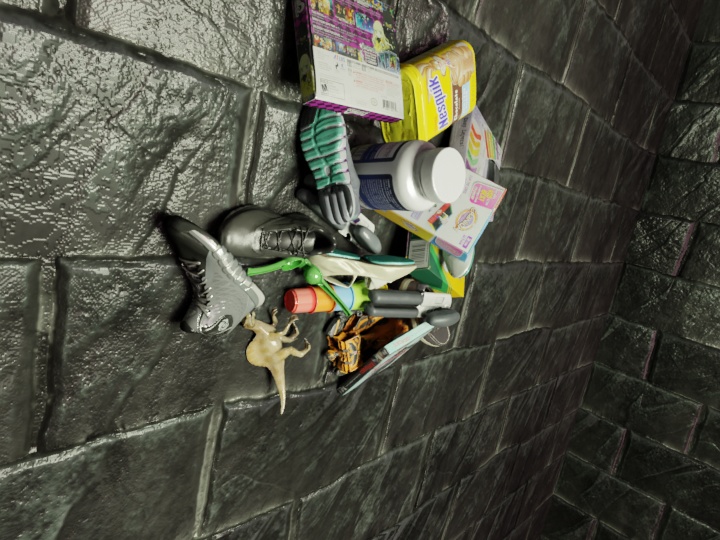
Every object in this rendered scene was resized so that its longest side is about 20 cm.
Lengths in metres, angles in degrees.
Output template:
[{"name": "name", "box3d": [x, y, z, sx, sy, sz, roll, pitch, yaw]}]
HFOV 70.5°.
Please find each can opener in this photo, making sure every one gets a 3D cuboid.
[{"name": "can opener", "box3d": [-0.027, -0.095, 0.872, 0.200, 0.066, 0.053, 36, 77, -45]}, {"name": "can opener", "box3d": [0.103, 0.070, 0.939, 0.198, 0.067, 0.054, 4, 112, -36]}]

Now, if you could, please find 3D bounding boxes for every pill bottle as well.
[{"name": "pill bottle", "box3d": [0.068, -0.153, 0.832, 0.110, 0.199, 0.113, -8, 103, -41]}]

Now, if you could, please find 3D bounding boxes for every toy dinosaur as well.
[{"name": "toy dinosaur", "box3d": [-0.140, 0.133, 0.857, 0.100, 0.058, 0.202, -28, 120, -21]}]

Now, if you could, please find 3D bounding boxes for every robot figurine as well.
[{"name": "robot figurine", "box3d": [0.012, 0.123, 1.011, 0.199, 0.058, 0.147, -32, 126, -37]}]

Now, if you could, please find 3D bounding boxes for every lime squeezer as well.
[{"name": "lime squeezer", "box3d": [-0.091, 0.010, 0.826, 0.199, 0.071, 0.038, 26, 121, -31]}]

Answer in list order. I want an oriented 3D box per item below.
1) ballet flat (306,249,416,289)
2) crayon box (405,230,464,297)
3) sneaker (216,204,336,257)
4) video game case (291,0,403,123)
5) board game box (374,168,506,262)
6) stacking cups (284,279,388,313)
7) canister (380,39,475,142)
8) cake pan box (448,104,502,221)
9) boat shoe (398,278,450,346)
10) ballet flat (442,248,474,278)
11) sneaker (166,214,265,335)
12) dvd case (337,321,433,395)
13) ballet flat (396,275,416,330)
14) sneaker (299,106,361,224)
[{"name": "ballet flat", "box3d": [0.000, 0.000, 0.890, 0.197, 0.069, 0.070, 8, 102, -15]}, {"name": "crayon box", "box3d": [0.164, -0.065, 1.054, 0.172, 0.058, 0.202, 31, 60, -50]}, {"name": "sneaker", "box3d": [-0.117, -0.052, 0.760, 0.199, 0.090, 0.077, -9, 114, -46]}, {"name": "video game case", "box3d": [-0.013, -0.326, 0.761, 0.199, 0.036, 0.184, -8, 92, -48]}, {"name": "board game box", "box3d": [0.146, -0.131, 0.950, 0.154, 0.199, 0.040, -56, 167, -15]}, {"name": "stacking cups", "box3d": [-0.038, 0.051, 0.904, 0.198, 0.060, 0.061, -5, 110, -41]}, {"name": "canister", "box3d": [0.128, -0.323, 0.932, 0.200, 0.086, 0.150, -39, 133, -34]}, {"name": "cake pan box", "box3d": [0.248, -0.225, 1.103, 0.200, 0.052, 0.186, 36, 63, -50]}, {"name": "boat shoe", "box3d": [0.144, 0.094, 1.050, 0.072, 0.064, 0.201, -53, 129, -26]}, {"name": "ballet flat", "box3d": [0.185, -0.075, 0.990, 0.070, 0.069, 0.202, 62, 35, -43]}, {"name": "sneaker", "box3d": [-0.216, 0.026, 0.694, 0.116, 0.075, 0.201, -52, 139, -17]}, {"name": "dvd case", "box3d": [0.050, 0.174, 1.015, 0.145, 0.022, 0.200, -23, 160, -42]}, {"name": "ballet flat", "box3d": [0.135, 0.041, 1.116, 0.075, 0.063, 0.202, 9, 99, -56]}, {"name": "sneaker", "box3d": [-0.042, -0.171, 0.803, 0.087, 0.074, 0.203, -7, 89, -71]}]
